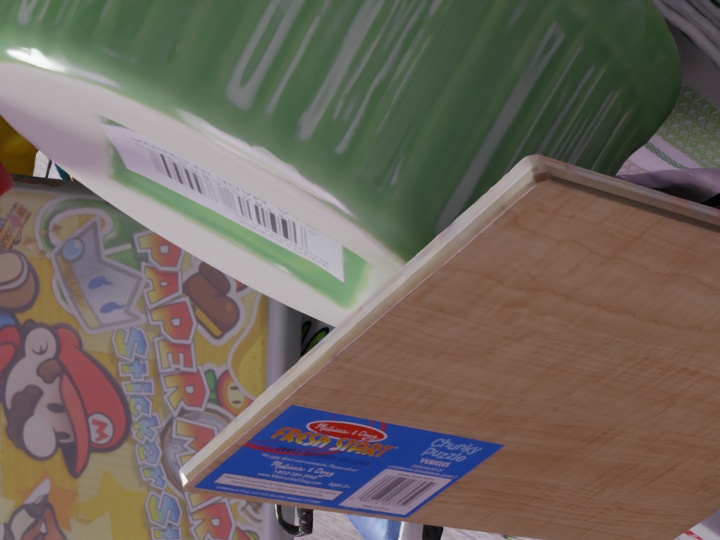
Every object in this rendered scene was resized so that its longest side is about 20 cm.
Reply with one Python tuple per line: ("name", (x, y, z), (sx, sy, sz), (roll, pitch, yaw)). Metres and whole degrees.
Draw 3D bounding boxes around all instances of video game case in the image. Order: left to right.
("video game case", (-0.110, 0.067, 0.728), (0.180, 0.202, 0.023), (7, -166, 18))

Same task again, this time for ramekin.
("ramekin", (-0.016, -0.056, 0.585), (0.199, 0.098, 0.200), (27, 168, 6))

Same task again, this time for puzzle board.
("puzzle board", (0.068, 0.031, 0.566), (0.199, 0.018, 0.151), (13, 138, -39))

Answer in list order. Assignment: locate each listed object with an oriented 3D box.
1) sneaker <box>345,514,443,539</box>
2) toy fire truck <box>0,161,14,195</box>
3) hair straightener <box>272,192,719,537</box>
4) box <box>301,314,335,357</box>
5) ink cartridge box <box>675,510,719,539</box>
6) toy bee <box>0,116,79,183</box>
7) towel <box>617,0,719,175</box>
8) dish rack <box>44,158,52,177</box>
("sneaker", (-0.023, 0.051, 0.904), (0.201, 0.076, 0.076), (62, 148, 29))
("toy fire truck", (-0.169, -0.100, 0.560), (0.201, 0.049, 0.141), (55, 163, -4))
("hair straightener", (0.055, 0.027, 0.633), (0.041, 0.199, 0.077), (53, -164, -19))
("box", (0.000, 0.000, 0.777), (0.035, 0.111, 0.200), (28, 175, -24))
("ink cartridge box", (0.106, 0.067, 0.906), (0.146, 0.084, 0.200), (33, 164, -15))
("toy bee", (-0.109, -0.074, 0.797), (0.200, 0.130, 0.109), (24, 144, 61))
("towel", (0.060, -0.070, 0.643), (0.149, 0.031, 0.200), (36, 164, -22))
("dish rack", (-0.182, -0.038, 0.988), (0.152, 0.055, 0.201), (-10, 140, 13))
